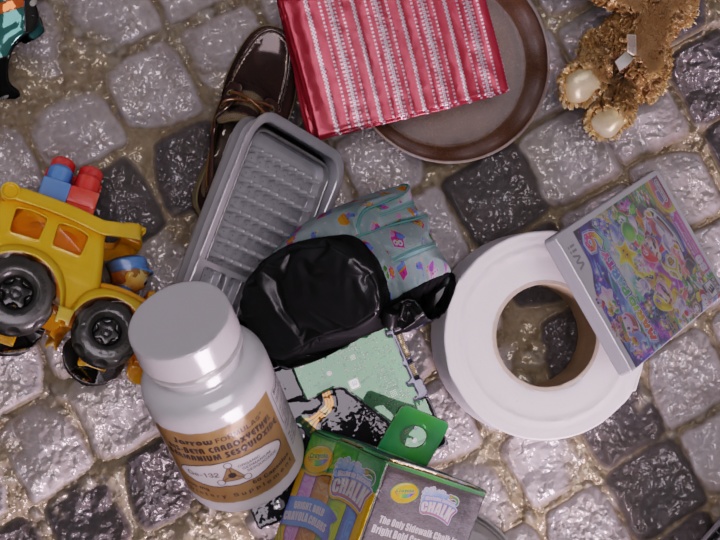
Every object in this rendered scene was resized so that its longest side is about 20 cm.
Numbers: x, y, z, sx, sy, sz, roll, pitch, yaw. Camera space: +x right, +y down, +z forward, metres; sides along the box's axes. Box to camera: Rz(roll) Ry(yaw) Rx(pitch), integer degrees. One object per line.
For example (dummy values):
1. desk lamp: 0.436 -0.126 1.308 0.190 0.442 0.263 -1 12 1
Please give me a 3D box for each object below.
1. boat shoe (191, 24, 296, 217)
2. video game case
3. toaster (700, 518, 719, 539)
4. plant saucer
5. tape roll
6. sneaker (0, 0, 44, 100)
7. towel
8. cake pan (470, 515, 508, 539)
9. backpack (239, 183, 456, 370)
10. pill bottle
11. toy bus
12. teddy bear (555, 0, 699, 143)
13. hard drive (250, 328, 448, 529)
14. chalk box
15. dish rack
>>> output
1. boat shoe: -0.106 -0.138 1.459 0.072 0.072 0.200 22 86 -7
2. video game case: 0.265 -0.002 1.476 0.200 0.018 0.143 -30 91 -45
3. toaster: 0.376 0.324 1.504 0.129 0.114 0.200 43 86 -2
4. plant saucer: 0.083 -0.202 1.507 0.200 0.034 0.200 0 88 -8
5. tape roll: 0.172 0.063 1.498 0.202 0.071 0.203 0 88 -8
6. sneaker: -0.326 -0.253 1.435 0.080 0.071 0.200 15 92 -12
7. towel: 0.030 -0.213 1.473 0.200 0.022 0.145 -14 89 -10
8. cake pan: 0.071 0.327 1.495 0.200 0.037 0.200 0 90 -8
9. backpack: 0.000 0.000 1.413 0.167 0.200 0.127 -15 96 34
10. pill bottle: -0.127 0.109 1.346 0.114 0.114 0.200 -26 134 -8
11. toy bus: -0.259 -0.005 1.418 0.200 0.136 0.192 22 70 -9
12. teddy bear: 0.256 -0.219 1.506 0.145 0.067 0.200 24 81 -29
13. hard drive: -0.034 0.143 1.483 0.200 0.038 0.140 -24 93 -7
14. chalk box: 0.017 0.219 1.390 0.124 0.124 0.200 24 83 -35
15. dish rack: -0.098 -0.039 1.432 0.044 0.172 0.200 19 87 32
